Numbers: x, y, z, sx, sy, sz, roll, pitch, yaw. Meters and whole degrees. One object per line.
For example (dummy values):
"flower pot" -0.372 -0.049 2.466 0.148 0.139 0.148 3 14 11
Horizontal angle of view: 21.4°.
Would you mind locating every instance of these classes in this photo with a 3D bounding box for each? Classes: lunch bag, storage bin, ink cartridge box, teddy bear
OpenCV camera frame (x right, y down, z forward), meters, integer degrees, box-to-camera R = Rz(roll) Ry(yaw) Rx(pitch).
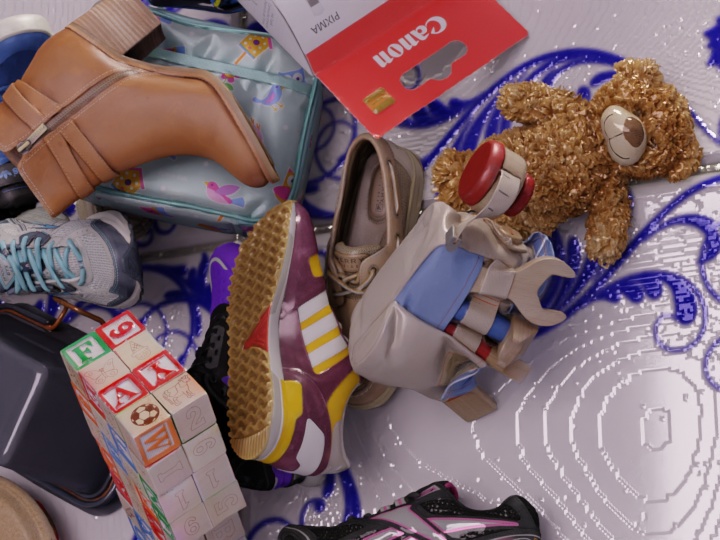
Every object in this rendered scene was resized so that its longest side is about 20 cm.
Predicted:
"lunch bag" -0.132 -0.117 1.460 0.198 0.077 0.162 13 82 3
"storage bin" -0.270 0.087 1.489 0.199 0.134 0.146 24 89 30
"ink cartridge box" 0.006 -0.213 1.401 0.161 0.050 0.200 -35 68 -22
"teddy bear" 0.138 -0.072 1.345 0.199 0.067 0.146 -7 76 28

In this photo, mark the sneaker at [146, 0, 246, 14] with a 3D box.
"sneaker" -0.071 -0.225 1.462 0.198 0.066 0.079 -2 42 -1

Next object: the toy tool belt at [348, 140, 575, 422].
"toy tool belt" 0.086 0.013 1.308 0.200 0.122 0.125 -53 18 28

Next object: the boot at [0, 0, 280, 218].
"boot" -0.168 -0.091 1.383 0.155 0.074 0.200 -43 72 -7

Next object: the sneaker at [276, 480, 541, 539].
"sneaker" 0.040 0.190 1.336 0.198 0.080 0.087 4 67 21

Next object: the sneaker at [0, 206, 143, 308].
"sneaker" -0.241 -0.002 1.477 0.199 0.086 0.078 4 106 52

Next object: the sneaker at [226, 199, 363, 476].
"sneaker" -0.043 0.050 1.366 0.075 0.090 0.202 -25 54 49

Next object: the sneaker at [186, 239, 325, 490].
"sneaker" -0.095 0.070 1.406 0.070 0.099 0.201 123 133 -55

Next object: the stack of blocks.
"stack of blocks" -0.136 0.142 1.353 0.058 0.201 0.115 -31 44 -18

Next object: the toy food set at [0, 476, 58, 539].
"toy food set" -0.314 0.261 1.517 0.199 0.049 0.200 -11 72 26

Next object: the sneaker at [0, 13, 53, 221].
"sneaker" -0.276 -0.113 1.539 0.112 0.076 0.200 66 149 19

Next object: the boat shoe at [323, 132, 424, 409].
"boat shoe" 0.000 0.000 1.403 0.071 0.064 0.202 -2 76 28

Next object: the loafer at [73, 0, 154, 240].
"loafer" -0.203 -0.116 1.544 0.068 0.075 0.202 -13 75 54
